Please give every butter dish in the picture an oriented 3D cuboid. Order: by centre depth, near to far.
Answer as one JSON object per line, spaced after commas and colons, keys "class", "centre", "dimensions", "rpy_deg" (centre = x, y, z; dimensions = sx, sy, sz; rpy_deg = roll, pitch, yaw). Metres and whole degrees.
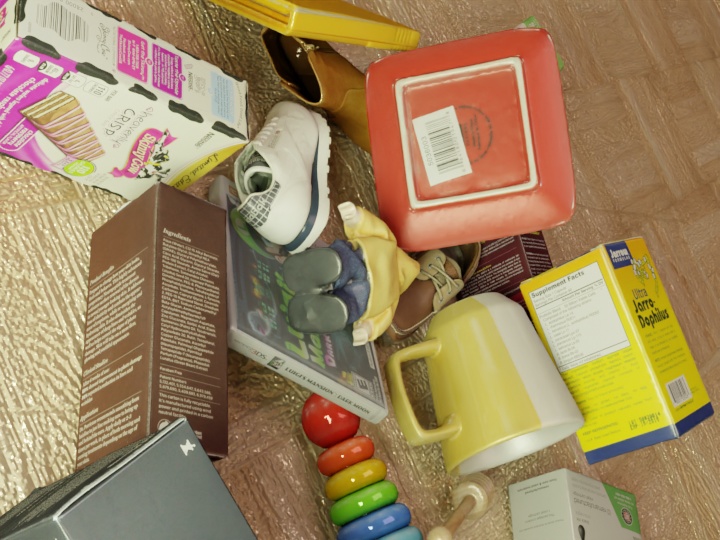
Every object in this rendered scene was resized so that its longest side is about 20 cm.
{"class": "butter dish", "centre": [0.115, -0.124, 0.987], "dimensions": [0.148, 0.195, 0.205], "rpy_deg": [27, 55, -78]}

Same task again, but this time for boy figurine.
{"class": "boy figurine", "centre": [0.000, 0.000, 0.863], "dimensions": [0.199, 0.063, 0.127], "rpy_deg": [-22, 104, -67]}

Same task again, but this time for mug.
{"class": "mug", "centre": [0.126, 0.107, 0.959], "dimensions": [0.186, 0.147, 0.156], "rpy_deg": [23, 45, -60]}

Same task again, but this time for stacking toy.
{"class": "stacking toy", "centre": [0.004, 0.197, 0.825], "dimensions": [0.084, 0.085, 0.204], "rpy_deg": [-2, 65, -49]}

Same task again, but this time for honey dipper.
{"class": "honey dipper", "centre": [0.091, 0.226, 0.881], "dimensions": [0.039, 0.037, 0.199], "rpy_deg": [67, 16, 8]}

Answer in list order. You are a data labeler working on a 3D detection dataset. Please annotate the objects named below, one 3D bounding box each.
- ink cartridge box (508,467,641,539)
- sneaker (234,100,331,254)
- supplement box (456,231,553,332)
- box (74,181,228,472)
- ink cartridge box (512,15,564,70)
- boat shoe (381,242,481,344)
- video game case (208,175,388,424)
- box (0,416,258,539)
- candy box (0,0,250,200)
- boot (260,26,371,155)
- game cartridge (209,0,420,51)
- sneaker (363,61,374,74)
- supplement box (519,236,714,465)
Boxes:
{"class": "ink cartridge box", "centre": [0.237, 0.332, 1.005], "dimensions": [0.145, 0.084, 0.204], "rpy_deg": [25, 51, -38]}
{"class": "sneaker", "centre": [-0.078, -0.105, 0.894], "dimensions": [0.079, 0.077, 0.202], "rpy_deg": [25, 33, -27]}
{"class": "supplement box", "centre": [0.175, 0.046, 1.087], "dimensions": [0.060, 0.108, 0.204], "rpy_deg": [3, 67, -47]}
{"class": "box", "centre": [-0.154, 0.050, 0.708], "dimensions": [0.074, 0.099, 0.204], "rpy_deg": [19, 55, -41]}
{"class": "ink cartridge box", "centre": [0.154, -0.227, 1.197], "dimensions": [0.085, 0.144, 0.200], "rpy_deg": [55, 37, -7]}
{"class": "boat shoe", "centre": [0.072, 0.008, 1.019], "dimensions": [0.076, 0.071, 0.200], "rpy_deg": [54, 38, -9]}
{"class": "video game case", "centre": [-0.057, 0.023, 0.852], "dimensions": [0.180, 0.023, 0.202], "rpy_deg": [32, 29, -33]}
{"class": "box", "centre": [-0.135, 0.219, 0.559], "dimensions": [0.202, 0.181, 0.104], "rpy_deg": [59, 38, -3]}
{"class": "candy box", "centre": [-0.201, -0.126, 0.729], "dimensions": [0.198, 0.135, 0.062], "rpy_deg": [18, 56, -41]}
{"class": "boot", "centre": [-0.022, -0.177, 0.997], "dimensions": [0.201, 0.071, 0.144], "rpy_deg": [47, 19, -2]}
{"class": "game cartridge", "centre": [-0.060, -0.270, 0.983], "dimensions": [0.175, 0.033, 0.198], "rpy_deg": [32, 22, 34]}
{"class": "sneaker", "centre": [0.049, -0.158, 1.103], "dimensions": [0.202, 0.072, 0.072], "rpy_deg": [61, 12, 20]}
{"class": "supplement box", "centre": [0.269, 0.082, 0.998], "dimensions": [0.108, 0.108, 0.204], "rpy_deg": [-9, 76, -50]}
